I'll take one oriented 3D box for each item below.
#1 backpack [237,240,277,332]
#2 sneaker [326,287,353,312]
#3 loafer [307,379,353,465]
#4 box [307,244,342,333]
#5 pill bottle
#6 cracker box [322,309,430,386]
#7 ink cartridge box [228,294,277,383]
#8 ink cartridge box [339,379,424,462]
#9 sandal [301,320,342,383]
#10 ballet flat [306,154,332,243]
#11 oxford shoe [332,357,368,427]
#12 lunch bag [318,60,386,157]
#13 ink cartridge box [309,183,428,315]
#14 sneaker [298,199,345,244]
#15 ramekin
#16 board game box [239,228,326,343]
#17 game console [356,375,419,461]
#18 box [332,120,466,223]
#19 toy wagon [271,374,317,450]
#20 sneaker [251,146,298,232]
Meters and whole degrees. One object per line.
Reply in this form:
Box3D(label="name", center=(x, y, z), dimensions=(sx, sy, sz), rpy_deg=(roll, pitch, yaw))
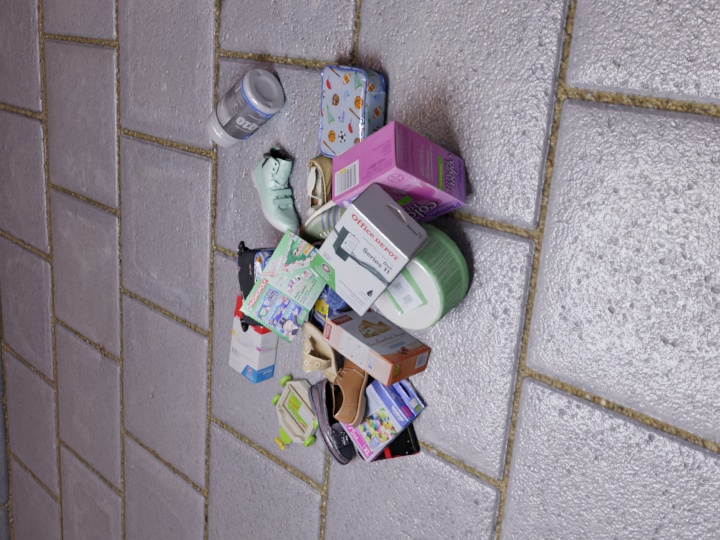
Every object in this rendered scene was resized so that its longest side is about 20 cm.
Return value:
Box3D(label="backpack", center=(-0.181, 0.031, 1.686), dimensions=(0.151, 0.188, 0.207), rpy_deg=(3, 97, 36))
Box3D(label="sneaker", center=(0.000, 0.000, 1.598), dimensions=(0.070, 0.077, 0.203), rpy_deg=(38, 101, 33))
Box3D(label="loafer", center=(-0.064, 0.356, 1.726), dimensions=(0.063, 0.071, 0.204), rpy_deg=(-37, 70, 36))
Box3D(label="box", center=(-0.070, 0.047, 1.648), dimensions=(0.063, 0.069, 0.207), rpy_deg=(13, 99, 42))
Box3D(label="pill bottle", center=(-0.279, -0.382, 1.744), dimensions=(0.198, 0.112, 0.117), rpy_deg=(-29, 80, 43))
Box3D(label="cracker box", center=(0.032, 0.156, 1.547), dimensions=(0.198, 0.132, 0.059), rpy_deg=(30, 118, 34))
Box3D(label="ink cartridge box", center=(-0.273, 0.170, 1.883), dimensions=(0.115, 0.066, 0.206), rpy_deg=(26, 116, 36))
Box3D(label="ink cartridge box", center=(0.043, 0.316, 1.606), dimensions=(0.120, 0.042, 0.201), rpy_deg=(51, 122, 19))
Box3D(label="sandal", center=(-0.097, 0.209, 1.647), dimensions=(0.076, 0.070, 0.214), rpy_deg=(18, 148, 35))
Box3D(label="ballet flat", center=(-0.098, -0.158, 1.654), dimensions=(0.067, 0.062, 0.207), rpy_deg=(10, 106, 39))
Box3D(label="oxford shoe", center=(-0.026, 0.237, 1.612), dimensions=(0.071, 0.070, 0.205), rpy_deg=(-40, 37, 46))
Box3D(label="lunch bag", center=(-0.023, -0.335, 1.541), dimensions=(0.158, 0.074, 0.206), rpy_deg=(21, 113, 41))
Box3D(label="ink cartridge box", center=(0.012, -0.036, 1.334), dimensions=(0.146, 0.083, 0.201), rpy_deg=(42, 137, 4))
Box3D(label="sneaker", center=(-0.048, -0.099, 1.582), dimensions=(0.199, 0.067, 0.091), rpy_deg=(-38, 63, 21))
Box3D(label="ramekin", center=(0.105, 0.017, 1.431), dimensions=(0.196, 0.098, 0.205), rpy_deg=(21, 131, 26))
Box3D(label="board game box", center=(-0.153, 0.033, 1.576), dimensions=(0.133, 0.029, 0.203), rpy_deg=(32, 91, -6))
Box3D(label="game console", center=(0.040, 0.326, 1.652), dimensions=(0.174, 0.031, 0.206), rpy_deg=(-21, 85, 38))
Box3D(label="box", center=(0.072, -0.170, 1.386), dimensions=(0.174, 0.197, 0.100), rpy_deg=(-22, 60, 42))
Box3D(label="toy wagon", center=(-0.164, 0.368, 1.842), dimensions=(0.155, 0.039, 0.203), rpy_deg=(45, 127, 27))
Box3D(label="sneaker", center=(-0.188, -0.193, 1.720), dimensions=(0.118, 0.072, 0.204), rpy_deg=(-48, 64, 45))
